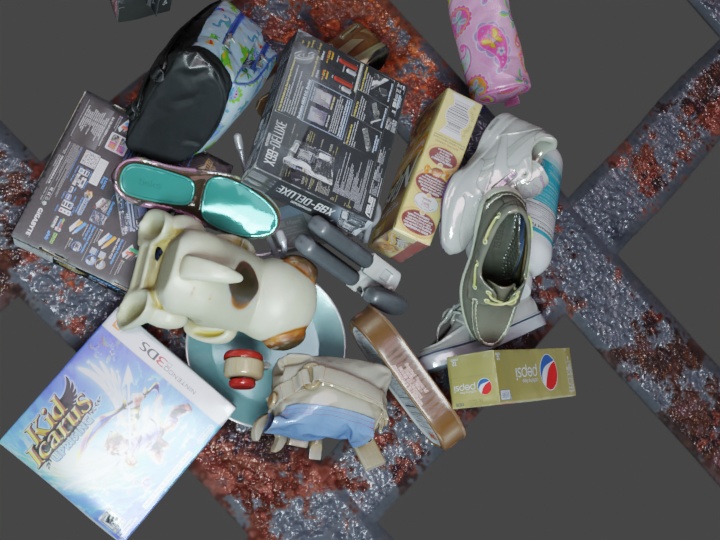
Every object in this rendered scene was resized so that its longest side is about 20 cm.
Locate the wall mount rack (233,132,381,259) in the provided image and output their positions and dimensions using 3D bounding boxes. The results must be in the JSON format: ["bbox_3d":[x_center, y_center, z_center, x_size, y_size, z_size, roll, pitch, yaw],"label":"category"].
[{"bbox_3d":[-0.073,-0.098,1.266,0.199,0.075,0.174,-16,61,-19],"label":"wall mount rack"}]

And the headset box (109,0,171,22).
[{"bbox_3d":[-0.280,-0.406,1.218,0.075,0.149,0.201,-18,85,-18],"label":"headset box"}]

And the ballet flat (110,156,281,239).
[{"bbox_3d":[-0.190,-0.088,1.181,0.199,0.071,0.070,14,95,-16],"label":"ballet flat"}]

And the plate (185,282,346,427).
[{"bbox_3d":[-0.115,0.093,1.243,0.199,0.026,0.201,3,79,-15],"label":"plate"}]

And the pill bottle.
[{"bbox_3d":[0.195,-0.065,1.299,0.110,0.111,0.201,18,65,-12],"label":"pill bottle"}]

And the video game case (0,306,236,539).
[{"bbox_3d":[-0.274,0.175,1.159,0.181,0.045,0.200,41,80,-5],"label":"video game case"}]

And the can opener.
[{"bbox_3d":[0.000,0.000,1.223,0.067,0.200,0.053,39,92,37],"label":"can opener"}]

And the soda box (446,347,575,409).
[{"bbox_3d":[0.189,0.131,1.250,0.199,0.067,0.064,6,75,-52],"label":"soda box"}]

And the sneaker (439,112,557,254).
[{"bbox_3d":[0.164,-0.102,1.218,0.099,0.075,0.201,24,73,28],"label":"sneaker"}]

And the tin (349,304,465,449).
[{"bbox_3d":[0.055,0.133,1.241,0.042,0.112,0.200,-36,91,-7],"label":"tin"}]

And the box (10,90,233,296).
[{"bbox_3d":[-0.282,-0.081,1.212,0.198,0.050,0.201,26,75,-13],"label":"box"}]

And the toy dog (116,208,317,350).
[{"bbox_3d":[-0.141,0.013,1.139,0.199,0.193,0.140,19,66,-33],"label":"toy dog"}]

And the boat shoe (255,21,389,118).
[{"bbox_3d":[-0.056,-0.256,1.303,0.200,0.076,0.074,-34,85,-27],"label":"boat shoe"}]

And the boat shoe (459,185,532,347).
[{"bbox_3d":[0.160,0.005,1.189,0.072,0.060,0.203,1,115,-7],"label":"boat shoe"}]

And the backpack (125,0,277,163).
[{"bbox_3d":[-0.182,-0.233,1.206,0.153,0.163,0.201,24,39,-24],"label":"backpack"}]

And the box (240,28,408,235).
[{"bbox_3d":[-0.039,-0.164,1.205,0.157,0.050,0.201,23,64,-20],"label":"box"}]

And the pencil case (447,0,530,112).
[{"bbox_3d":[0.171,-0.321,1.372,0.087,0.087,0.201,-12,85,-18],"label":"pencil case"}]

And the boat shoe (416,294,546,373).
[{"bbox_3d":[0.143,0.065,1.296,0.201,0.075,0.086,-20,81,-25],"label":"boat shoe"}]

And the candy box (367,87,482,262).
[{"bbox_3d":[0.081,-0.118,1.289,0.055,0.115,0.201,25,74,-10],"label":"candy box"}]

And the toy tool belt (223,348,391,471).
[{"bbox_3d":[-0.064,0.162,1.170,0.199,0.125,0.124,8,71,-14],"label":"toy tool belt"}]
